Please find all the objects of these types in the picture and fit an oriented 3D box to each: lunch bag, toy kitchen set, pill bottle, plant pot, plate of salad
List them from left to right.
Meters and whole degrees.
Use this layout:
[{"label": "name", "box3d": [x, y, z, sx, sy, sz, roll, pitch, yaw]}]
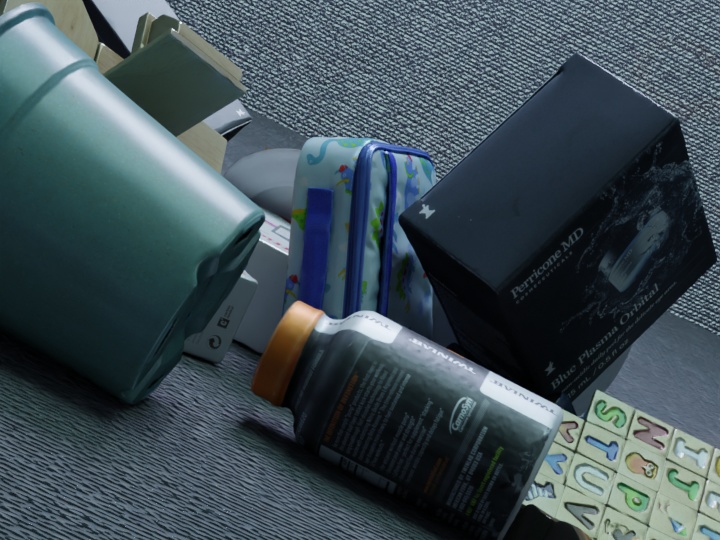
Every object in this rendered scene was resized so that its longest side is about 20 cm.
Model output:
[{"label": "plant pot", "box3d": [-0.179, -0.030, 1.224, 0.196, 0.200, 0.200, 35, 9, 5]}, {"label": "toy kitchen set", "box3d": [-0.157, -0.180, 1.384, 0.200, 0.163, 0.181, 38, 43, -32]}, {"label": "plate of salad", "box3d": [-0.036, -0.037, 1.757, 0.200, 0.200, 0.048, 27, 49, 3]}, {"label": "lunch bag", "box3d": [0.000, 0.000, 1.503, 0.082, 0.201, 0.161, 4, -3, 24]}, {"label": "pill bottle", "box3d": [0.027, 0.095, 1.314, 0.200, 0.106, 0.106, 27, 8, 6]}]

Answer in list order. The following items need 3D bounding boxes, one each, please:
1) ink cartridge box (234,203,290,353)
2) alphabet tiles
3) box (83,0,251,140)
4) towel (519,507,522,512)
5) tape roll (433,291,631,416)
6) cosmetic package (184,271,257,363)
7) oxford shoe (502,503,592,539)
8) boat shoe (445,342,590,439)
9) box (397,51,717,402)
[{"label": "ink cartridge box", "box3d": [-0.101, -0.006, 1.638, 0.147, 0.086, 0.200, 27, 6, 3]}, {"label": "alphabet tiles", "box3d": [0.209, 0.172, 1.396, 0.200, 0.006, 0.167, 26, 45, 0]}, {"label": "box", "box3d": [-0.203, -0.155, 1.565, 0.200, 0.141, 0.079, 53, 38, 1]}, {"label": "towel", "box3d": [0.177, 0.188, 1.508, 0.200, 0.023, 0.153, 26, 9, -13]}, {"label": "tape roll", "box3d": [0.149, 0.044, 1.692, 0.200, 0.201, 0.066, 19, 10, -42]}, {"label": "cosmetic package", "box3d": [-0.187, -0.008, 1.426, 0.200, 0.071, 0.101, 21, 10, -30]}, {"label": "oxford shoe", "box3d": [0.132, 0.192, 1.165, 0.071, 0.071, 0.200, 30, 6, -6]}, {"label": "boat shoe", "box3d": [0.138, 0.122, 1.463, 0.200, 0.069, 0.084, 27, 9, -7]}, {"label": "box", "box3d": [0.159, -0.024, 1.517, 0.117, 0.197, 0.200, 39, -13, 36]}]
